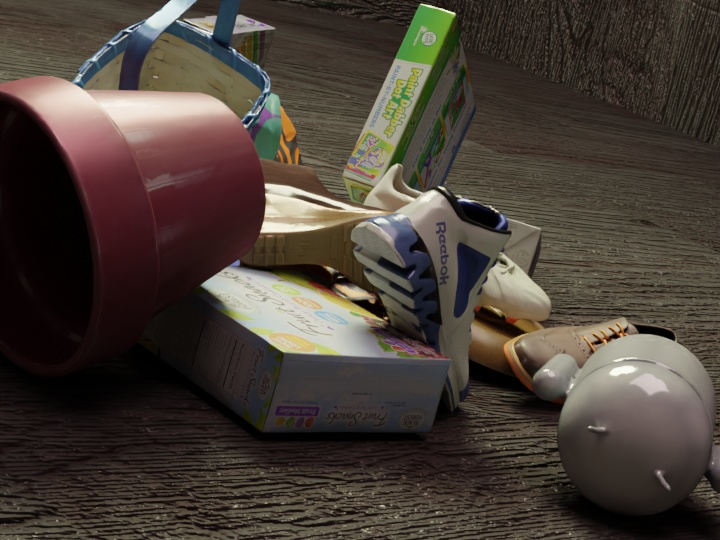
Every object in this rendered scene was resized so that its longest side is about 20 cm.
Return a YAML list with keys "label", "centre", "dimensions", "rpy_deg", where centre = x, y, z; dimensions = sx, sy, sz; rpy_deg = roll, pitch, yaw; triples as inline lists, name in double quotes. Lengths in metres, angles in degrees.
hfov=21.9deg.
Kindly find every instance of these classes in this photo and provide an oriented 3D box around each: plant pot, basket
- label: "plant pot"
  centre: [0.098, 0.039, 1.680]
  dimensions: [0.199, 0.028, 0.200]
  rpy_deg: [26, 14, -7]
- label: "basket"
  centre: [-0.148, -0.149, 1.484]
  dimensions: [0.138, 0.201, 0.177]
  rpy_deg: [26, 46, 13]
- label: "plant pot"
  centre: [-0.173, -0.046, 1.312]
  dimensions: [0.178, 0.202, 0.199]
  rpy_deg: [-20, 34, -41]

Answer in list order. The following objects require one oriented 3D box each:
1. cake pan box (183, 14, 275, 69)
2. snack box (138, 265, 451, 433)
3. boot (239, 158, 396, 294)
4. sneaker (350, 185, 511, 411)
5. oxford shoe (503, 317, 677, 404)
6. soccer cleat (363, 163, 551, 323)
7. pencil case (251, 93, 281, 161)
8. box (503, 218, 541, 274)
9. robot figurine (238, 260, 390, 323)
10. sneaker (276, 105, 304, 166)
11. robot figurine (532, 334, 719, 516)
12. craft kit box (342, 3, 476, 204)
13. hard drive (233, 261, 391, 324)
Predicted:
- label: "cake pan box"
  centre: [-0.164, -0.178, 1.999]
  dimensions: [0.052, 0.186, 0.200]
  rpy_deg: [22, 13, 10]
- label: "snack box"
  centre: [-0.059, 0.057, 1.405]
  dimensions: [0.167, 0.068, 0.199]
  rpy_deg: [5, 15, -41]
- label: "boot"
  centre: [-0.025, -0.051, 1.557]
  dimensions: [0.198, 0.073, 0.167]
  rpy_deg: [5, 27, -13]
- label: "sneaker"
  centre: [0.072, 0.010, 1.447]
  dimensions: [0.115, 0.200, 0.080]
  rpy_deg: [-38, 47, -20]
- label: "oxford shoe"
  centre: [0.200, 0.067, 1.612]
  dimensions: [0.199, 0.073, 0.072]
  rpy_deg: [0, 54, -49]
- label: "soccer cleat"
  centre: [0.090, -0.022, 1.666]
  dimensions: [0.199, 0.078, 0.069]
  rpy_deg: [31, 14, 16]
- label: "pencil case"
  centre: [-0.171, -0.140, 1.789]
  dimensions: [0.198, 0.093, 0.085]
  rpy_deg: [8, 33, -33]
- label: "box"
  centre: [0.116, -0.017, 1.825]
  dimensions: [0.115, 0.061, 0.200]
  rpy_deg: [17, -3, 5]
- label: "robot figurine"
  centre: [0.000, 0.000, 1.593]
  dimensions: [0.199, 0.059, 0.145]
  rpy_deg: [23, 46, 26]
- label: "sneaker"
  centre: [-0.132, -0.129, 1.947]
  dimensions: [0.077, 0.113, 0.199]
  rpy_deg: [-22, -21, 28]
- label: "robot figurine"
  centre: [0.206, 0.114, 1.383]
  dimensions: [0.168, 0.114, 0.200]
  rpy_deg: [25, 14, 7]
- label: "craft kit box"
  centre: [0.053, -0.130, 1.864]
  dimensions: [0.048, 0.201, 0.198]
  rpy_deg: [19, -19, 14]
- label: "hard drive"
  centre: [-0.046, 0.016, 1.682]
  dimensions: [0.198, 0.026, 0.132]
  rpy_deg: [17, 13, 3]
